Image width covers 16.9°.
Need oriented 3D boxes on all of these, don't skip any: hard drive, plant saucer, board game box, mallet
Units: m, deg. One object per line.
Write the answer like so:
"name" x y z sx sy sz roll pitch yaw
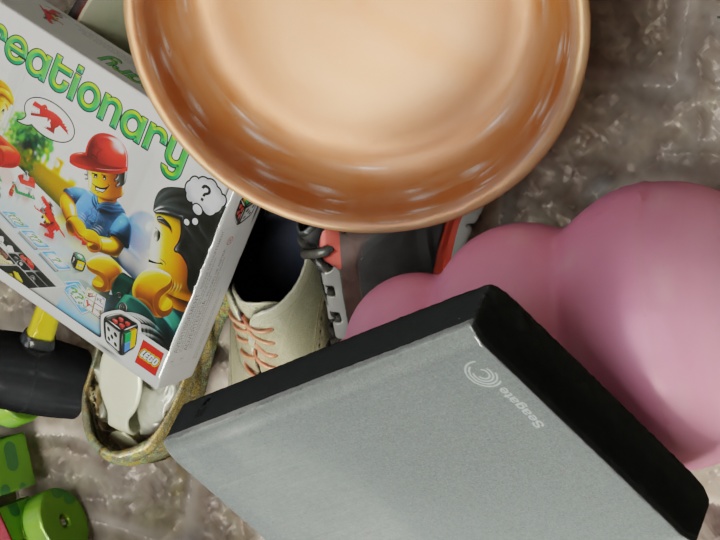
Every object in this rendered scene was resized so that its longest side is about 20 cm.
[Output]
"hard drive" 0.029 0.083 1.021 0.140 0.033 0.200 44 139 -22
"plant saucer" 0.000 -0.112 1.030 0.199 0.037 0.201 4 118 9
"board game box" -0.142 -0.050 1.158 0.200 0.035 0.127 32 115 21
"mallet" -0.156 -0.010 1.214 0.041 0.066 0.201 -107 27 -53

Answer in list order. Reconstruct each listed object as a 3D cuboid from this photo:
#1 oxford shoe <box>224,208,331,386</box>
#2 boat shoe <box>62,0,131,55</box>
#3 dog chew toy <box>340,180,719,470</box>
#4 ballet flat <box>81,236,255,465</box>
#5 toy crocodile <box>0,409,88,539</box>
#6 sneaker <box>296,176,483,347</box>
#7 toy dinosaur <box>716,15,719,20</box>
"oxford shoe" -0.044 0.027 1.174 0.071 0.074 0.201 13 106 29
"boat shoe" -0.123 -0.106 1.207 0.200 0.071 0.063 -56 28 27
"dog chew toy" 0.085 0.031 1.048 0.199 0.125 0.125 -10 94 15
"ballet flat" -0.097 0.008 1.209 0.071 0.071 0.201 24 110 26
"toy crocodile" -0.199 0.111 1.292 0.067 0.062 0.201 -19 89 33
"sneaker" 0.000 0.000 1.125 0.077 0.082 0.201 31 110 62
"toy dinosaur" 0.187 -0.154 0.976 0.136 0.102 0.200 42 128 23
